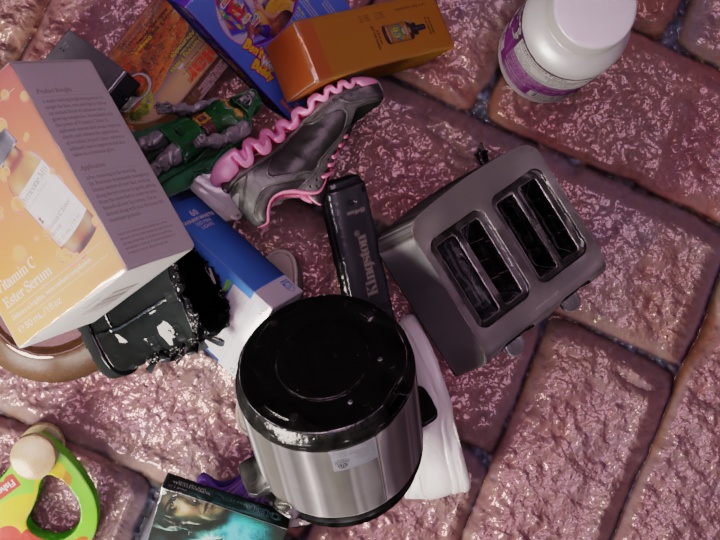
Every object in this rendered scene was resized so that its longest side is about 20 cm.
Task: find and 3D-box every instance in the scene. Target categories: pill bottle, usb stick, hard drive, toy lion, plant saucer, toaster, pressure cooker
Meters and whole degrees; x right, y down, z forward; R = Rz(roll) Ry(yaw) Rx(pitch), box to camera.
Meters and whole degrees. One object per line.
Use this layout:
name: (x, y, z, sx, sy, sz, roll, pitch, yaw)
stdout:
pill bottle: (0.213, -0.246, 1.029, 0.110, 0.200, 0.114, 0, 88, -4)
usb stick: (0.000, 0.000, 1.068, 0.055, 0.033, 0.203, -18, 104, -20)
hard drive: (-0.328, -0.145, 1.033, 0.201, 0.033, 0.139, -52, 49, -3)
toy lion: (-0.357, 0.293, 1.049, 0.199, 0.069, 0.193, -36, 98, -5)
plant saucer: (-0.332, 0.020, 1.067, 0.197, 0.037, 0.204, 0, 89, -4)
toaster: (0.133, -0.019, 1.042, 0.180, 0.119, 0.202, -33, 92, -20)
pressure cooker: (-0.027, 0.148, 0.967, 0.173, 0.202, 0.180, 11, 50, 19)

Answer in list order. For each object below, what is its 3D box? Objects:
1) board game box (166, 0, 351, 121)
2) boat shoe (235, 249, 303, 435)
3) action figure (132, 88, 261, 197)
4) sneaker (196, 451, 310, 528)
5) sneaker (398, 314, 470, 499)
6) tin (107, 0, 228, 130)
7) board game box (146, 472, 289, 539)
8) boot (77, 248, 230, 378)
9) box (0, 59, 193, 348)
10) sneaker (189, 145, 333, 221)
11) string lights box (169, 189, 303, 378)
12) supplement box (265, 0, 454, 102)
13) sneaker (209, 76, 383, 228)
board game box: (-0.093, -0.265, 1.018, 0.045, 0.200, 0.135, 33, 84, 37)
boat shoe: (-0.094, 0.081, 1.078, 0.066, 0.057, 0.203, 6, 84, 22)
action figure: (-0.177, -0.133, 1.002, 0.118, 0.055, 0.199, 40, 55, 22)
sneaker: (-0.082, 0.230, 1.058, 0.197, 0.081, 0.085, -8, 83, -4)
sneaker: (0.055, 0.152, 1.070, 0.087, 0.075, 0.203, -15, 95, 3)
tin: (-0.193, -0.237, 1.064, 0.112, 0.042, 0.201, 38, 86, 25)
board game box: (-0.163, 0.315, 1.031, 0.133, 0.028, 0.202, 18, 114, -3)
boot: (-0.226, 0.008, 0.980, 0.161, 0.073, 0.200, -23, 97, 36)
box: (-0.273, -0.062, 0.893, 0.151, 0.106, 0.202, -32, 87, 27)
sneaker: (-0.126, -0.094, 1.077, 0.197, 0.075, 0.089, 7, 104, 0)
string lights box: (-0.164, 0.001, 1.019, 0.200, 0.059, 0.103, 41, 124, 13)
supplement box: (0.003, -0.234, 1.038, 0.198, 0.069, 0.067, -22, 90, -34)
sneaker: (-0.050, -0.116, 1.004, 0.199, 0.079, 0.096, -35, 87, -5)
